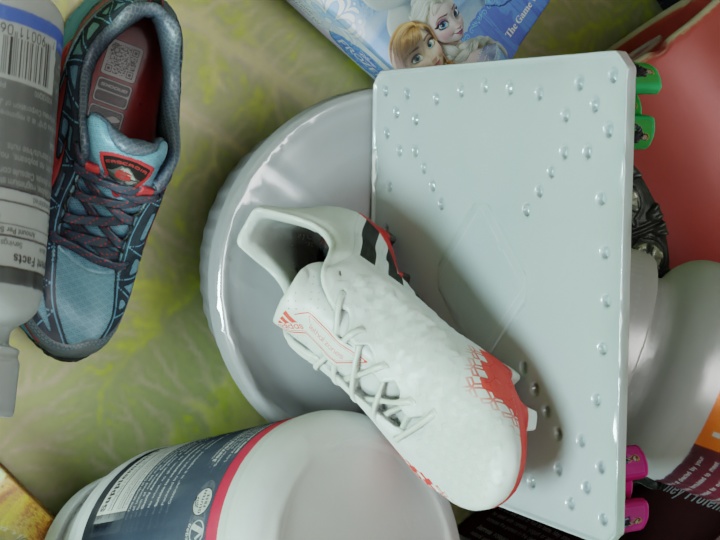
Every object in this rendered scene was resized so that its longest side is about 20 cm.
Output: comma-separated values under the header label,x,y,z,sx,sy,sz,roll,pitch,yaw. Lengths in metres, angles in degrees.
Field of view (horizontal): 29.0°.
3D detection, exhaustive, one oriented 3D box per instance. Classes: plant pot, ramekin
label,x,y,z,sx,sy,sz,roll,pitch,yaw
plant pot,0.208,-0.059,0.825,0.200,0.200,0.178,-38,99,-16
ramekin,0.000,0.000,0.782,0.200,0.094,0.205,-2,95,-24

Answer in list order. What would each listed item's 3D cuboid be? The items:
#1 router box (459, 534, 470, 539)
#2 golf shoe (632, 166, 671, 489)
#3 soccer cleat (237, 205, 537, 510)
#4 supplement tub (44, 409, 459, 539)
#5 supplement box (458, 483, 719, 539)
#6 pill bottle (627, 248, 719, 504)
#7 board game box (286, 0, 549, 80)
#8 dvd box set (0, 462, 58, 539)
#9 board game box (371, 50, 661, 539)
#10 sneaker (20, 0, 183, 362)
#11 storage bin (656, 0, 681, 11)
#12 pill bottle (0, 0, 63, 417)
label,x,y,z,sx,sy,sz,roll,pitch,yaw
router box,0.003,0.217,0.743,0.049,0.199,0.181,28,83,-29
golf shoe,0.127,0.027,0.768,0.076,0.088,0.202,-8,111,-1
soccer cleat,0.006,0.034,0.636,0.085,0.201,0.069,13,119,-36
supplement tub,-0.060,0.151,0.693,0.139,0.199,0.142,14,68,-39
supplement box,0.154,0.202,0.810,0.199,0.197,0.134,-38,107,-17
pill bottle,0.189,0.060,0.677,0.198,0.110,0.111,20,86,-3
board game box,0.035,-0.219,0.806,0.198,0.043,0.201,38,80,-20
dvd box set,-0.233,0.161,0.729,0.146,0.029,0.201,-44,110,-14
board game box,0.065,0.005,0.651,0.026,0.199,0.203,-2,95,-30
sneaker,-0.137,-0.051,0.717,0.078,0.095,0.203,10,91,-23
storage bin,0.293,-0.150,0.872,0.094,0.135,0.200,-48,110,-14
pill bottle,-0.205,-0.033,0.666,0.112,0.114,0.203,6,84,-23
